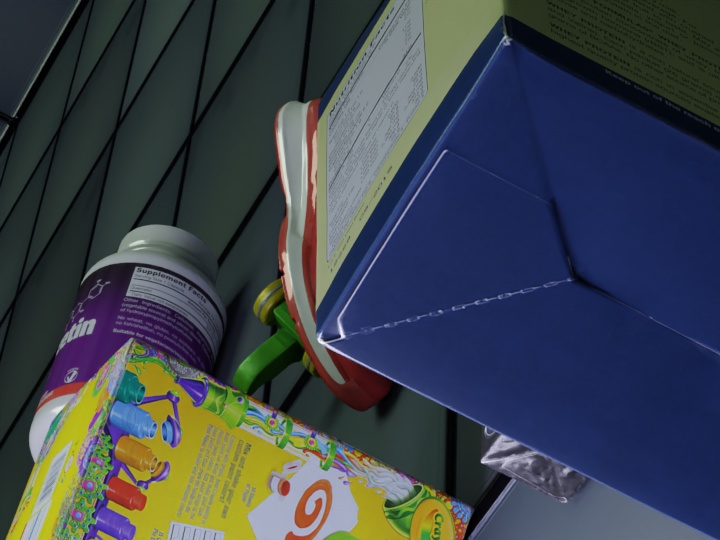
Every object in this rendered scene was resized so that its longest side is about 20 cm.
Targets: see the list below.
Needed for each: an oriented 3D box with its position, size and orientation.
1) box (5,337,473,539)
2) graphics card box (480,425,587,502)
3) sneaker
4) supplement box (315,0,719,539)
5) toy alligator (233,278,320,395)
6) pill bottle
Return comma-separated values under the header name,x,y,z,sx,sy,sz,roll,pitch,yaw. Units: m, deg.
name,x,y,z,sx,sy,sz,roll,pitch,yaw
box,-0.076,0.175,1.374,0.122,0.192,0.201,-43,24,55
graphics card box,0.107,-0.003,1.325,0.126,0.051,0.200,-55,17,32
sneaker,0.018,-0.027,1.653,0.115,0.078,0.201,-21,65,22
supplement box,0.098,-0.030,1.081,0.135,0.199,0.200,-57,16,24
toy alligator,0.000,0.000,1.734,0.200,0.059,0.054,-50,-24,6
pill bottle,-0.162,0.065,2.079,0.113,0.112,0.201,-49,19,45
